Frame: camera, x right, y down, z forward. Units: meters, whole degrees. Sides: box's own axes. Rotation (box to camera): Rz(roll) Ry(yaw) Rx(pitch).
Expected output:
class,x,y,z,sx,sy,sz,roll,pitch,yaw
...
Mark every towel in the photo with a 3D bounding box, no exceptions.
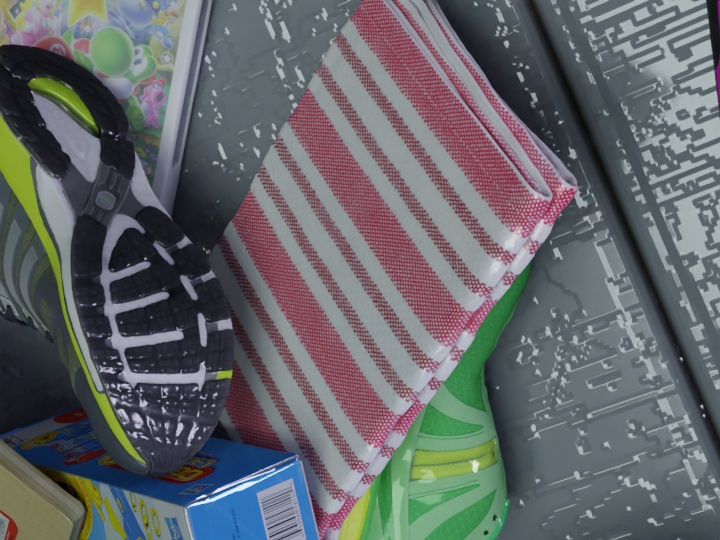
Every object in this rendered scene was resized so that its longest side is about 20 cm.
class,x,y,z,sx,sy,sz,roll,pitch,yaw
towel,0.000,0.000,0.838,0.201,0.030,0.147,-57,43,26

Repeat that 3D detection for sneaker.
class,x,y,z,sx,sy,sz,roll,pitch,yaw
sneaker,0.026,0.072,0.876,0.083,0.074,0.201,16,104,-26
sneaker,-0.114,0.004,0.857,0.081,0.073,0.201,-54,48,39

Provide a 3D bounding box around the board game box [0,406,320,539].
class,x,y,z,sx,sy,sz,roll,pitch,yaw
board game box,-0.076,0.169,0.885,0.195,0.056,0.202,4,109,56

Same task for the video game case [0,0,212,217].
class,x,y,z,sx,sy,sz,roll,pitch,yaw
video game case,-0.135,-0.110,0.903,0.142,0.018,0.202,19,110,15

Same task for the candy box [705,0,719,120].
class,x,y,z,sx,sy,sz,roll,pitch,yaw
candy box,0.218,-0.059,0.709,0.199,0.061,0.137,15,125,44

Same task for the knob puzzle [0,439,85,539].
class,x,y,z,sx,sy,sz,roll,pitch,yaw
knob puzzle,-0.211,0.093,0.929,0.218,0.030,0.221,22,134,24
